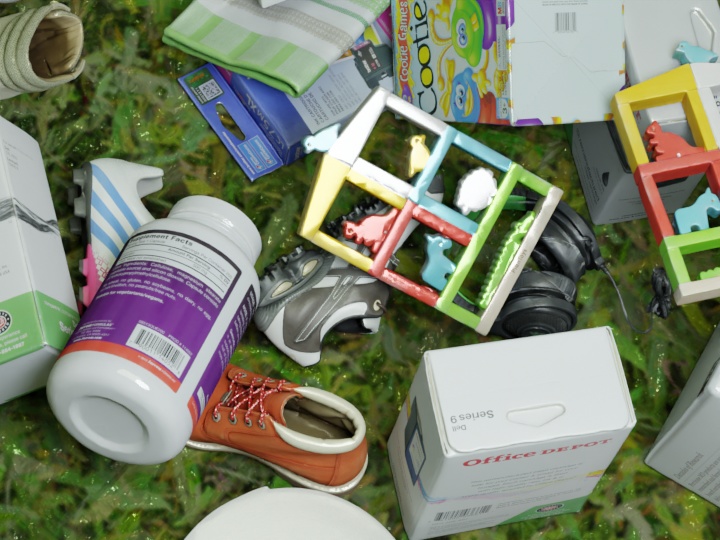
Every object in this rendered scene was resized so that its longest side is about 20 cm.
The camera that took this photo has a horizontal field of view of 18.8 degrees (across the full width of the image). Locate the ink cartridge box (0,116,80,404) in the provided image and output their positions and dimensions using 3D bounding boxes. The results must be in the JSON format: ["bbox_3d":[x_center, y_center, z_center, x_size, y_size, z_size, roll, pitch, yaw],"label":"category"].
[{"bbox_3d":[-0.304,-0.001,1.668,0.146,0.084,0.200,-21,69,14],"label":"ink cartridge box"}]

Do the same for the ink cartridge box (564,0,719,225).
[{"bbox_3d":[0.230,-0.145,1.765,0.084,0.200,0.146,-9,69,-12],"label":"ink cartridge box"}]

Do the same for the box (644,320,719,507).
[{"bbox_3d":[0.340,0.074,1.689,0.131,0.200,0.199,30,68,4],"label":"box"}]

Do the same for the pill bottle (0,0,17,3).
[{"bbox_3d":[-0.239,-0.295,1.784,0.109,0.109,0.200,45,41,11],"label":"pill bottle"}]

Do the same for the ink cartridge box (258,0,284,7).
[{"bbox_3d":[-0.054,-0.293,1.808,0.116,0.068,0.200,-20,50,-8],"label":"ink cartridge box"}]

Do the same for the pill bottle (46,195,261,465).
[{"bbox_3d":[-0.146,0.040,1.627,0.112,0.112,0.200,24,51,3],"label":"pill bottle"}]

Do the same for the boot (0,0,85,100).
[{"bbox_3d":[-0.284,-0.172,1.706,0.155,0.200,0.072,-14,108,18],"label":"boot"}]

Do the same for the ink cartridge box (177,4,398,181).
[{"bbox_3d":[-0.039,-0.170,1.829,0.200,0.042,0.119,-31,74,-17],"label":"ink cartridge box"}]

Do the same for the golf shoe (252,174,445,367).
[{"bbox_3d":[0.000,0.000,1.753,0.200,0.078,0.095,-36,94,-18],"label":"golf shoe"}]

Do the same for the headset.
[{"bbox_3d":[0.155,-0.003,1.754,0.200,0.094,0.124,19,66,13],"label":"headset"}]

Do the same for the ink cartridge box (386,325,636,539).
[{"bbox_3d":[0.109,0.124,1.636,0.145,0.200,0.088,-8,69,-11],"label":"ink cartridge box"}]

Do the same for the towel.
[{"bbox_3d":[-0.053,-0.235,1.817,0.149,0.031,0.200,22,55,26],"label":"towel"}]

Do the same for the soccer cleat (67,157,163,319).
[{"bbox_3d":[-0.183,0.002,1.719,0.086,0.070,0.200,0,69,-13],"label":"soccer cleat"}]

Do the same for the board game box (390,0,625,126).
[{"bbox_3d":[0.114,-0.170,1.738,0.105,0.200,0.103,-5,98,-25],"label":"board game box"}]

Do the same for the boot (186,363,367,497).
[{"bbox_3d":[-0.085,0.103,1.672,0.200,0.107,0.075,20,69,3],"label":"boot"}]

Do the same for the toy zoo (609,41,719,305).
[{"bbox_3d":[0.268,-0.080,1.624,0.131,0.020,0.200,-12,69,-11],"label":"toy zoo"}]

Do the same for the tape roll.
[{"bbox_3d":[-0.053,0.263,1.646,0.203,0.037,0.203,3,68,-6],"label":"tape roll"}]

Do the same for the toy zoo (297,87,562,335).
[{"bbox_3d":[0.042,-0.053,1.699,0.200,0.020,0.131,28,89,-11],"label":"toy zoo"}]
